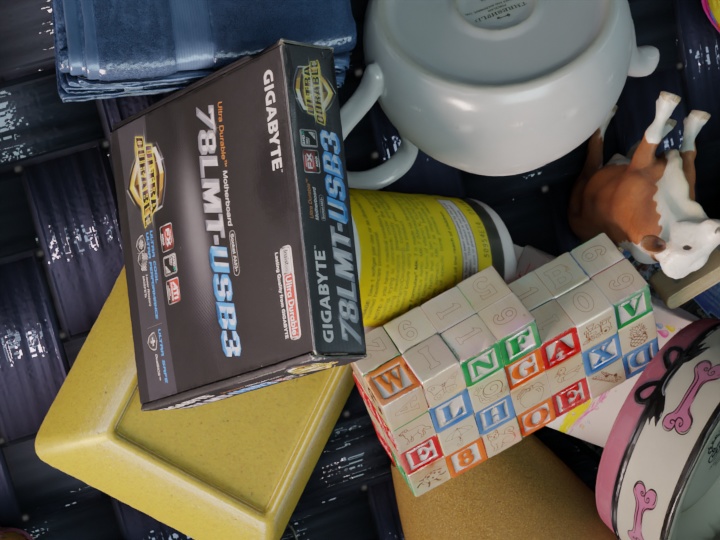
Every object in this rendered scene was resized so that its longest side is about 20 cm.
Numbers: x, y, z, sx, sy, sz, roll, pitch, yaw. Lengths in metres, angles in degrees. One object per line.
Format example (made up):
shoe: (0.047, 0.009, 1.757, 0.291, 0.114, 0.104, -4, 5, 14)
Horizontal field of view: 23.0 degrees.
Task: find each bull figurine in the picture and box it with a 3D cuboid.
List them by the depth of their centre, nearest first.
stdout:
bull figurine: (0.203, -0.059, 1.261, 0.065, 0.200, 0.122, 19, 88, -18)

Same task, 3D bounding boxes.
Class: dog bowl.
dog bowl: (0.241, 0.123, 1.257, 0.200, 0.074, 0.201, -36, 141, -36)

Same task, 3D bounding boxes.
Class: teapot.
teapot: (0.093, -0.135, 1.234, 0.199, 0.198, 0.146, 14, 146, 14)

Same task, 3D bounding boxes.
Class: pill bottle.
pill bottle: (0.000, 0.000, 1.230, 0.199, 0.114, 0.115, 3, 104, -36)

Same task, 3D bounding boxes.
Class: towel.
towel: (-0.107, -0.170, 1.189, 0.199, 0.112, 0.049, -6, 150, -7)

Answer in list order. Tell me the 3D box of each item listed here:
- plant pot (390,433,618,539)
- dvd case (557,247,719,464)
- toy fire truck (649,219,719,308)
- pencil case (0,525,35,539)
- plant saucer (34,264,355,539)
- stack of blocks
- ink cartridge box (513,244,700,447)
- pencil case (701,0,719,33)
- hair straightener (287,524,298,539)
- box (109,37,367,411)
plant pot: (0.110, 0.208, 1.326, 0.186, 0.186, 0.201, -31, 95, -6)
dvd case: (0.221, 0.052, 1.387, 0.143, 0.018, 0.200, 38, 90, -22)
toy fire truck: (0.305, -0.028, 1.302, 0.199, 0.176, 0.129, 10, 97, -19)
pencil case: (-0.270, 0.284, 1.268, 0.082, 0.086, 0.201, -7, 106, -28)
plant saucer: (-0.099, 0.085, 1.256, 0.200, 0.048, 0.201, 31, 77, -21)
stack of blocks: (0.100, 0.057, 1.207, 0.199, 0.059, 0.115, -28, 140, -8)
ink cartridge box: (0.159, 0.059, 1.324, 0.199, 0.067, 0.118, 21, 98, -20)
pencil case: (0.351, -0.236, 1.317, 0.200, 0.088, 0.089, -36, 111, -3)
hair straightener: (-0.095, 0.166, 1.309, 0.077, 0.041, 0.201, -30, 105, -8)
box: (-0.082, -0.023, 1.135, 0.050, 0.198, 0.201, 1, 78, -38)
